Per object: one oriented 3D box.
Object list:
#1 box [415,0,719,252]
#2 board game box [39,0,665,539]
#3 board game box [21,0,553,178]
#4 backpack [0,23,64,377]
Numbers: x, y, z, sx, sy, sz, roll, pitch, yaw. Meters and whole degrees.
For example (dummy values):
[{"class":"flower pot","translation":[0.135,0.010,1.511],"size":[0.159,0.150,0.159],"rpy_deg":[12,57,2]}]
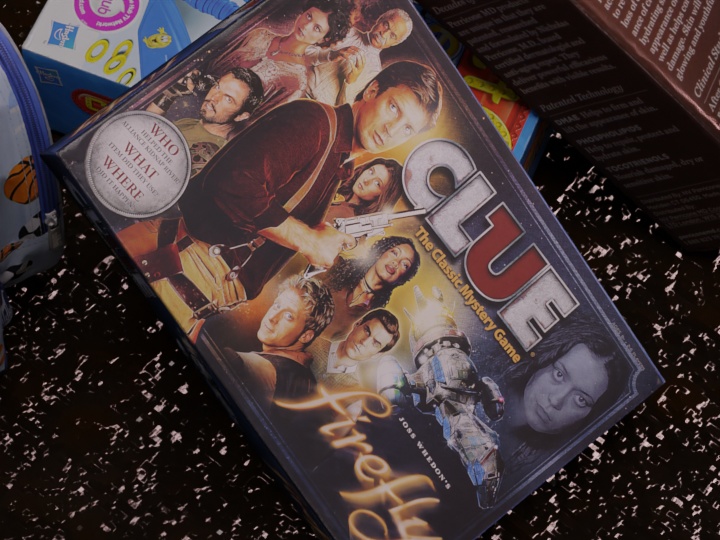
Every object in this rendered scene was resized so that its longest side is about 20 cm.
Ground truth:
[{"class":"box","translation":[0.100,-0.105,0.904],"size":[0.200,0.075,0.100],"rpy_deg":[42,60,-27]},{"class":"board game box","translation":[0.000,0.000,0.862],"size":[0.135,0.035,0.200],"rpy_deg":[-38,102,-13]},{"class":"board game box","translation":[-0.004,-0.118,0.976],"size":[0.196,0.056,0.200],"rpy_deg":[20,63,9]},{"class":"backpack","translation":[-0.196,-0.041,0.855],"size":[0.200,0.191,0.154],"rpy_deg":[36,66,17]}]
